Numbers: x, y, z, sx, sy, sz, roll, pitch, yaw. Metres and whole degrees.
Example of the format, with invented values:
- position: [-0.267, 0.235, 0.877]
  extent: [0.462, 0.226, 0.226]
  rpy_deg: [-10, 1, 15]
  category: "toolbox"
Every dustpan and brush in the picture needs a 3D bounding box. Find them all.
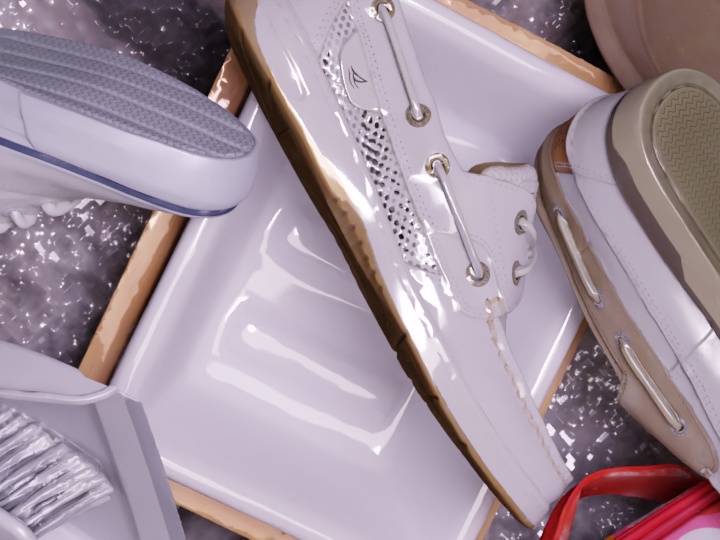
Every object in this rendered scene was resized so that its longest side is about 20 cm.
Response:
- position: [-0.160, 0.059, 0.948]
  extent: [0.199, 0.140, 0.057]
  rpy_deg: [23, 61, 21]
  category: "dustpan and brush"

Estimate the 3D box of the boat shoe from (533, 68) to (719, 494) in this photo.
- position: [0.126, 0.030, 0.938]
  extent: [0.075, 0.068, 0.201]
  rpy_deg: [-31, 99, -39]
  category: "boat shoe"

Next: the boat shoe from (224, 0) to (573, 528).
- position: [0.029, -0.014, 0.911]
  extent: [0.069, 0.071, 0.201]
  rpy_deg: [-28, 99, -6]
  category: "boat shoe"

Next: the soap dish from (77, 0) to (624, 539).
- position: [0.000, 0.000, 0.985]
  extent: [0.157, 0.081, 0.201]
  rpy_deg: [26, 91, -13]
  category: "soap dish"

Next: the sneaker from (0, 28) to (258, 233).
- position: [-0.127, -0.041, 0.940]
  extent: [0.199, 0.073, 0.071]
  rpy_deg: [17, 111, 20]
  category: "sneaker"

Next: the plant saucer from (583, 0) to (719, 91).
- position: [0.177, -0.108, 0.980]
  extent: [0.199, 0.200, 0.030]
  rpy_deg: [-31, 145, -7]
  category: "plant saucer"

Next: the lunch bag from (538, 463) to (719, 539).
- position: [0.132, 0.142, 0.970]
  extent: [0.199, 0.082, 0.177]
  rpy_deg: [-28, 77, -33]
  category: "lunch bag"
